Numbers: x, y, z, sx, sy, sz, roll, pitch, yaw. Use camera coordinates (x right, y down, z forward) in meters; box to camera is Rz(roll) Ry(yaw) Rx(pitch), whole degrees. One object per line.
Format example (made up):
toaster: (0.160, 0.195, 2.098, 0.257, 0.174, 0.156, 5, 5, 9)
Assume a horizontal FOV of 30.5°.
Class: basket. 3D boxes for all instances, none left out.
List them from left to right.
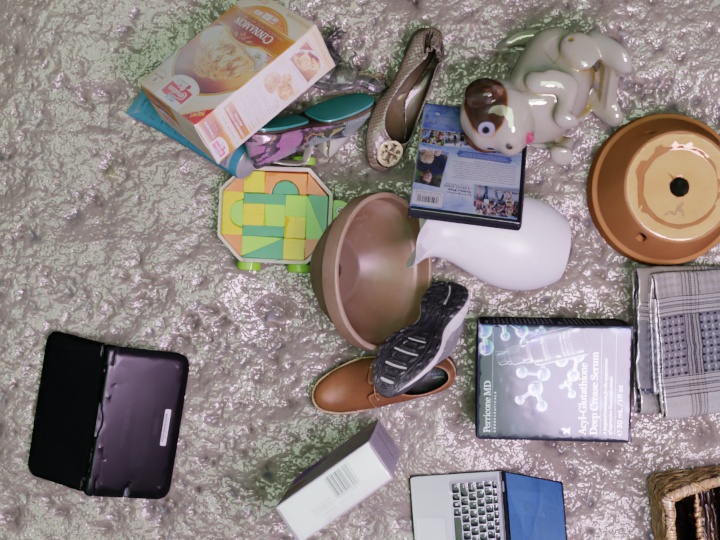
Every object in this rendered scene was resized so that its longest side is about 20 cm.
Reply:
basket: (0.454, 0.360, 1.689, 0.141, 0.149, 0.202, -6, 91, 4)

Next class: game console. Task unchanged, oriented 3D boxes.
game console: (-0.342, 0.196, 1.799, 0.174, 0.116, 0.202, 8, 93, -27)

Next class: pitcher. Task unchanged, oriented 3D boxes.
pitcher: (0.167, -0.065, 1.711, 0.198, 0.121, 0.173, 10, 64, -7)

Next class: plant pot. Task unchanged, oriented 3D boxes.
plant pot: (0.000, 0.000, 1.712, 0.092, 0.200, 0.203, 3, 92, 41)
plant pot: (0.395, -0.105, 1.682, 0.198, 0.140, 0.202, 0, 91, 3)

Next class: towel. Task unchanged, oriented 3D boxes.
towel: (0.437, 0.090, 1.702, 0.198, 0.034, 0.195, -2, 92, -21)

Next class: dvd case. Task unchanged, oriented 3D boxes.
dvd case: (0.141, -0.135, 1.693, 0.141, 0.018, 0.201, 8, 48, 3)

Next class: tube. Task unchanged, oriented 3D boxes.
tube: (-0.221, -0.193, 1.753, 0.199, 0.050, 0.078, 35, 88, 20)

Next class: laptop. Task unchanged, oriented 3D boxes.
laptop: (0.167, 0.364, 1.723, 0.198, 0.116, 0.189, -4, 91, 4)

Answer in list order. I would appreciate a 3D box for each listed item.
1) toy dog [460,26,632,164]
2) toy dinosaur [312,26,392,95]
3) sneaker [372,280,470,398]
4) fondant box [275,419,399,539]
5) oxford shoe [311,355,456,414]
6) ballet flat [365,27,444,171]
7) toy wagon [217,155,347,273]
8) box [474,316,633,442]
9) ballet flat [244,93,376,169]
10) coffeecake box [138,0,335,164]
toy dog: (0.217, -0.224, 1.668, 0.199, 0.140, 0.194, -34, 69, -20)
toy dinosaur: (-0.054, -0.269, 1.742, 0.198, 0.048, 0.089, -4, 70, -7)
sneaker: (0.084, 0.100, 1.694, 0.073, 0.200, 0.080, 18, 134, 27)
fondant box: (-0.025, 0.266, 1.689, 0.144, 0.200, 0.058, -36, 88, 4)
oxford shoe: (0.028, 0.148, 1.749, 0.198, 0.071, 0.072, -14, 93, 6)
ballet flat: (0.063, -0.223, 1.736, 0.067, 0.046, 0.202, 24, 90, -40)
toy wagon: (-0.090, -0.075, 1.763, 0.198, 0.040, 0.157, 3, 92, 4)
box: (0.248, 0.139, 1.715, 0.198, 0.107, 0.150, 0, 93, 5)
ballet flat: (-0.065, -0.177, 1.726, 0.199, 0.069, 0.072, -20, 123, -32)
coffeecake box: (-0.158, -0.250, 1.682, 0.200, 0.073, 0.153, -42, 46, -11)
